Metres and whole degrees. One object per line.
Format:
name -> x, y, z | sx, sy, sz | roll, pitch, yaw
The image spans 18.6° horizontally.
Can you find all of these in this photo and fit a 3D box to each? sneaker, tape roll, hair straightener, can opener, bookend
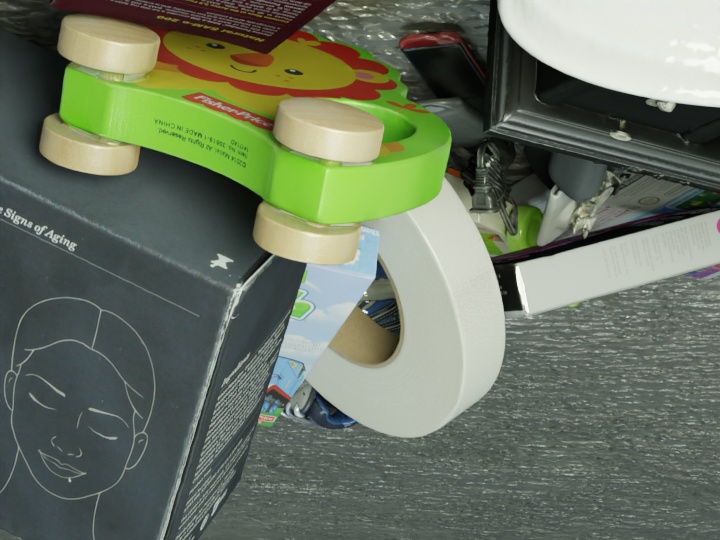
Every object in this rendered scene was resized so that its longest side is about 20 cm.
sneaker -> -0.040, 0.067, 1.406 | 0.077, 0.086, 0.200 | -4, 158, -41
tape roll -> 0.000, 0.000, 1.259 | 0.037, 0.204, 0.202 | -32, -173, -32
hair straightener -> 0.057, -0.062, 1.201 | 0.041, 0.078, 0.200 | -3, 164, 11
can opener -> 0.118, -0.070, 1.184 | 0.067, 0.053, 0.200 | 47, 163, 11
bookend -> 0.190, -0.106, 0.959 | 0.197, 0.093, 0.200 | 12, 163, -28

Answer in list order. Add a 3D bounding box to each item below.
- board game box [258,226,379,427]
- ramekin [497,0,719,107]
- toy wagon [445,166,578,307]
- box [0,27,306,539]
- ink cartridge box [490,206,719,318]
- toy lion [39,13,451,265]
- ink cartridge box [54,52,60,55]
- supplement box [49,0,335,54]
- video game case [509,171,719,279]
board game box -> -0.092, 0.020, 1.245 | 0.150, 0.037, 0.200 | 13, 148, -14
ramekin -> 0.152, -0.140, 0.813 | 0.198, 0.106, 0.200 | 5, 166, 1
toy wagon -> 0.047, -0.029, 1.362 | 0.154, 0.040, 0.200 | 7, 158, 32
box -> -0.145, 0.020, 1.093 | 0.199, 0.124, 0.198 | 26, 125, 10
ink cartridge box -> 0.154, -0.008, 1.275 | 0.198, 0.037, 0.095 | -12, -178, -25
toy lion -> -0.041, -0.077, 1.036 | 0.199, 0.069, 0.191 | 23, -158, 28
ink cartridge box -> -0.226, -0.064, 1.262 | 0.145, 0.085, 0.200 | 11, 163, -23
supplement box -> -0.048, -0.154, 0.908 | 0.108, 0.061, 0.200 | 10, 164, -23
video game case -> 0.189, -0.038, 1.368 | 0.180, 0.024, 0.200 | 9, 164, -20
